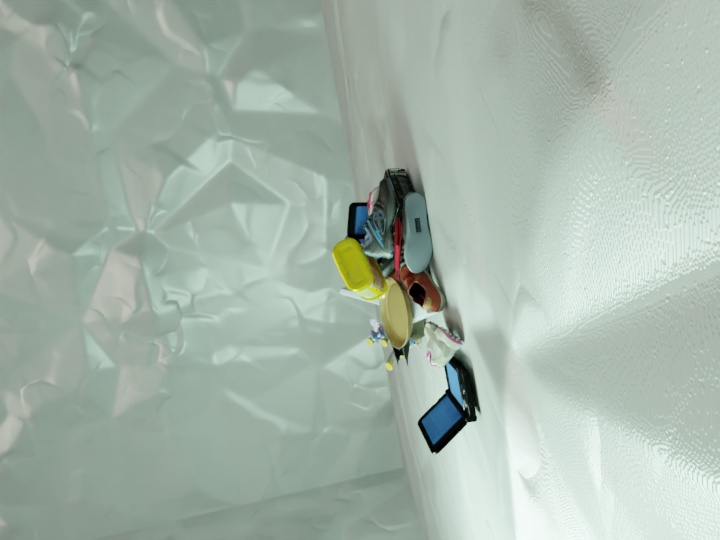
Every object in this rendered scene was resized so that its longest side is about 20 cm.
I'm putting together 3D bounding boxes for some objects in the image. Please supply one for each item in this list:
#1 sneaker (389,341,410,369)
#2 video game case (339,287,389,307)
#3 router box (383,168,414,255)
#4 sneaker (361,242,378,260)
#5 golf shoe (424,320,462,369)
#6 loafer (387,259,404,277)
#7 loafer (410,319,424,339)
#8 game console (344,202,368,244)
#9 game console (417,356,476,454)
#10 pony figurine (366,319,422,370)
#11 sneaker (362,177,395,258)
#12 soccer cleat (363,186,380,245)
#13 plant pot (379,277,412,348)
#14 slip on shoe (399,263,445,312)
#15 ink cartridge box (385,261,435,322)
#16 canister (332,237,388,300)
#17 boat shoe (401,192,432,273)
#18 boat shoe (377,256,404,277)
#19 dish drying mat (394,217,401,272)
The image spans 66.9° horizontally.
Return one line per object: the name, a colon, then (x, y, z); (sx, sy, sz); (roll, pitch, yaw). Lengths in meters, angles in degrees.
sneaker: (0.116, 0.202, 1.705); (0.201, 0.059, 0.105); (-88, -22, -58)
video game case: (0.060, 0.082, 1.736); (0.182, 0.198, 0.023); (-4, -73, -65)
router box: (0.095, -0.159, 1.524); (0.201, 0.061, 0.151); (104, 157, -48)
sneaker: (0.040, -0.061, 1.682); (0.201, 0.080, 0.077); (-54, 15, 21)
golf shoe: (0.180, 0.177, 1.305); (0.092, 0.075, 0.200); (-60, 3, 0)
loafer: (0.107, -0.018, 1.713); (0.201, 0.076, 0.067); (-62, -4, 15)
loafer: (0.162, 0.140, 1.686); (0.201, 0.075, 0.069); (82, 169, -51)
game console: (0.057, -0.126, 1.816); (0.177, 0.199, 0.117); (56, 134, 29)
game console: (0.191, 0.304, 1.295); (0.200, 0.115, 0.178); (-133, 31, -82)
pony figurine: (0.108, 0.215, 1.812); (0.194, 0.167, 0.199); (50, -145, 11)
sneaker: (0.046, -0.132, 1.360); (0.073, 0.081, 0.203); (53, -141, -85)
soccer cleat: (0.056, -0.125, 1.450); (0.087, 0.069, 0.201); (55, 151, 41)
plant pot: (0.102, 0.118, 1.539); (0.200, 0.027, 0.203); (173, 90, -71)
slip on shoe: (0.146, 0.039, 1.398); (0.200, 0.061, 0.075); (-126, 45, -53)
ink cartridge box: (0.125, 0.068, 1.531); (0.200, 0.047, 0.162); (-31, 67, 51)
canister: (0.000, 0.000, 1.466); (0.150, 0.086, 0.200); (65, -173, 13)
boat shoe: (0.134, -0.099, 1.391); (0.086, 0.074, 0.204); (-117, 19, -76)
boat shoe: (0.078, -0.035, 1.610); (0.056, 0.200, 0.069); (38, -174, -15)
dish drying mat: (0.097, -0.062, 1.411); (0.200, 0.018, 0.078); (83, -172, -71)
